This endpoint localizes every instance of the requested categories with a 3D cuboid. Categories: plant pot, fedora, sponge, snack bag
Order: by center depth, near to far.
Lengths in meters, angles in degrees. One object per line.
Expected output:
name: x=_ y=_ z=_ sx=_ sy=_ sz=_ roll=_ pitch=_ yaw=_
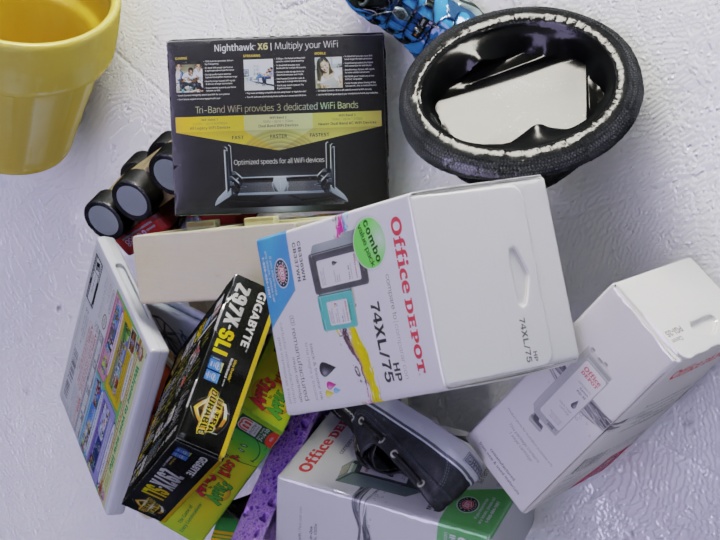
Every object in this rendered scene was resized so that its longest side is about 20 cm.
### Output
fedora: x=0.133 y=-0.125 z=1.351 sx=0.200 sy=0.201 sz=0.092 roll=33 pitch=157 yaw=28
sponge: x=-0.079 y=0.206 z=1.484 sx=0.030 sy=0.201 sz=0.112 roll=22 pitch=154 yaw=7
snack bag: x=-0.146 y=0.111 z=1.617 sx=0.188 sy=0.021 sz=0.201 roll=20 pitch=139 yaw=44
plant pot: x=-0.351 y=-0.210 z=1.684 sx=0.200 sy=0.200 sz=0.190 roll=38 pitch=136 yaw=26

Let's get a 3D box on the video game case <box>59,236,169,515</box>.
video game case: x=-0.242 y=0.101 z=1.592 sx=0.183 sy=0.022 sz=0.202 roll=56 pitch=136 yaw=46

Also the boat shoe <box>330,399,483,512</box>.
boat shoe: x=0.024 y=0.144 z=1.389 sx=0.199 sy=0.057 sz=0.069 roll=24 pitch=158 yaw=54

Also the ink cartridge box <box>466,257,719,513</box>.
ink cartridge box: x=0.201 y=0.091 z=1.328 sx=0.083 sy=0.146 sz=0.200 roll=51 pitch=124 yaw=18

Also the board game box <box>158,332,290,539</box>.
board game box: x=-0.113 y=0.154 z=1.497 sx=0.047 sy=0.102 sz=0.200 roll=30 pitch=133 yaw=-6

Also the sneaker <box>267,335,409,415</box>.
sneaker: x=-0.041 y=0.108 z=1.562 sx=0.199 sy=0.083 sz=0.081 roll=29 pitch=115 yaw=29

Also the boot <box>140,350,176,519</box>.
boot: x=-0.205 y=0.154 z=1.620 sx=0.075 sy=0.107 sz=0.202 roll=28 pitch=142 yaw=48

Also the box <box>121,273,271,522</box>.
box: x=-0.141 y=0.115 z=1.426 sx=0.049 sy=0.161 sz=0.200 roll=25 pitch=150 yaw=-10

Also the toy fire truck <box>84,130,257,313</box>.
toy fire truck: x=-0.156 y=-0.030 z=1.617 sx=0.175 sy=0.129 sz=0.200 roll=-28 pitch=109 yaw=41

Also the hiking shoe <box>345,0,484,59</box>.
hiking shoe: x=0.037 y=-0.223 z=1.433 sx=0.200 sy=0.086 sz=0.075 roll=43 pitch=122 yaw=23

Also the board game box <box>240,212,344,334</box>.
board game box: x=0.000 y=0.000 z=1.495 sx=0.198 sy=0.103 sz=0.106 roll=-1 pitch=96 yaw=38

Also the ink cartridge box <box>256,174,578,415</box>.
ink cartridge box: x=0.042 y=0.022 z=1.280 sx=0.199 sy=0.145 sz=0.149 roll=-15 pitch=85 yaw=51

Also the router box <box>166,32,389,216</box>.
router box: x=-0.073 y=-0.133 z=1.493 sx=0.197 sy=0.052 sz=0.159 roll=-1 pitch=100 yaw=1

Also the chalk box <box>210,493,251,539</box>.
chalk box: x=-0.043 y=0.313 z=1.578 sx=0.199 sy=0.124 sz=0.125 roll=35 pitch=118 yaw=29

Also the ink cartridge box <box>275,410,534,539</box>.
ink cartridge box: x=0.041 y=0.202 z=1.442 sx=0.198 sy=0.146 sz=0.085 roll=13 pitch=119 yaw=19

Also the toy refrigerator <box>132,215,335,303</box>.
toy refrigerator: x=-0.106 y=-0.012 z=1.463 sx=0.198 sy=0.076 sz=0.071 roll=-4 pitch=95 yaw=39
